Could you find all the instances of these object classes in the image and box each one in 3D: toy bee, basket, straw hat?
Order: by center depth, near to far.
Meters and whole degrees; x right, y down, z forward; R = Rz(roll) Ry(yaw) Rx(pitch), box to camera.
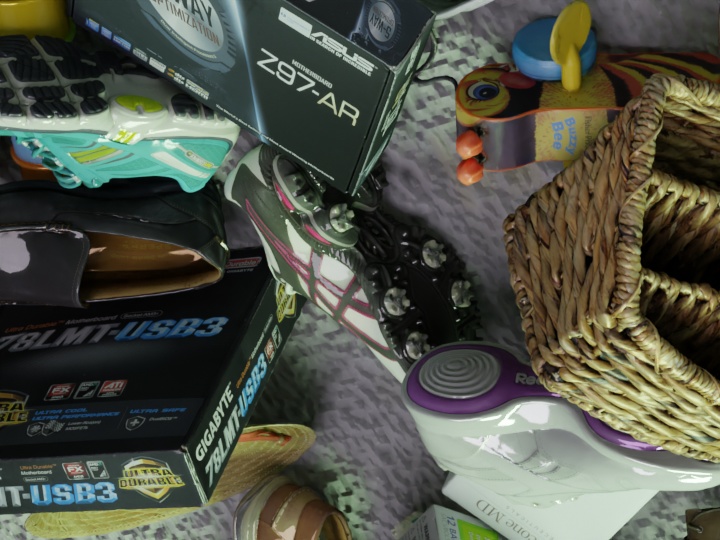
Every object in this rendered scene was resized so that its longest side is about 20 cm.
[{"bbox_3d":[0.199,0.007,1.441,0.199,0.144,0.149,16,138,-32],"label":"basket"},{"bbox_3d":[0.096,-0.079,1.485,0.199,0.109,0.131,-12,122,28],"label":"toy bee"},{"bbox_3d":[-0.128,0.096,1.709,0.200,0.200,0.086,-29,72,35],"label":"straw hat"}]

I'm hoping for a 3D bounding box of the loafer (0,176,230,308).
[{"bbox_3d":[-0.175,-0.011,1.604,0.198,0.073,0.073,-13,132,-8],"label":"loafer"}]

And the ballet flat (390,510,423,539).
[{"bbox_3d":[0.041,0.237,1.779,0.071,0.072,0.201,14,127,10],"label":"ballet flat"}]

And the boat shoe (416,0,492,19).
[{"bbox_3d":[0.102,-0.191,1.424,0.073,0.067,0.200,41,128,-12],"label":"boat shoe"}]

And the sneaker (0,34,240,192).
[{"bbox_3d":[-0.163,-0.080,1.553,0.199,0.078,0.080,7,127,-27],"label":"sneaker"}]

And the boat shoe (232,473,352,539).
[{"bbox_3d":[-0.026,0.226,1.769,0.071,0.076,0.201,12,133,36],"label":"boat shoe"}]

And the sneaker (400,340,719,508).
[{"bbox_3d":[0.125,0.095,1.546,0.199,0.075,0.100,10,141,21],"label":"sneaker"}]

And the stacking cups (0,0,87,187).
[{"bbox_3d":[-0.189,-0.095,1.622,0.060,0.061,0.201,7,132,16],"label":"stacking cups"}]

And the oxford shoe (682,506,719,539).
[{"bbox_3d":[0.220,0.183,1.617,0.084,0.073,0.201,30,89,5],"label":"oxford shoe"}]

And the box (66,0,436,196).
[{"bbox_3d":[-0.064,-0.140,1.486,0.199,0.044,0.160,32,156,4],"label":"box"}]

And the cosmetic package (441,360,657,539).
[{"bbox_3d":[0.145,0.086,1.611,0.101,0.074,0.200,34,128,-5],"label":"cosmetic package"}]

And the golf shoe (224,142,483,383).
[{"bbox_3d":[0.000,0.000,1.614,0.088,0.077,0.201,-16,114,48],"label":"golf shoe"}]

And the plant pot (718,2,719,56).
[{"bbox_3d":[0.262,-0.159,1.303,0.199,0.199,0.201,10,127,14],"label":"plant pot"}]

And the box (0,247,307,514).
[{"bbox_3d":[-0.152,0.066,1.628,0.199,0.199,0.050,-5,125,24],"label":"box"}]

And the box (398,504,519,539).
[{"bbox_3d":[0.104,0.241,1.670,0.199,0.113,0.101,21,128,-27],"label":"box"}]
